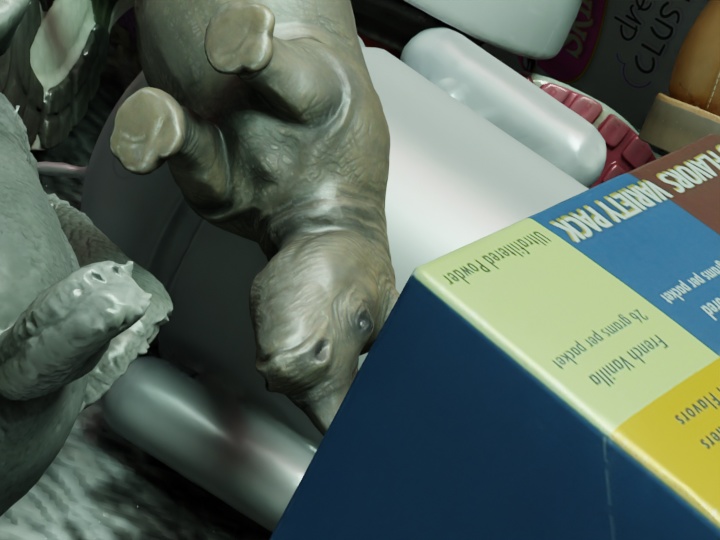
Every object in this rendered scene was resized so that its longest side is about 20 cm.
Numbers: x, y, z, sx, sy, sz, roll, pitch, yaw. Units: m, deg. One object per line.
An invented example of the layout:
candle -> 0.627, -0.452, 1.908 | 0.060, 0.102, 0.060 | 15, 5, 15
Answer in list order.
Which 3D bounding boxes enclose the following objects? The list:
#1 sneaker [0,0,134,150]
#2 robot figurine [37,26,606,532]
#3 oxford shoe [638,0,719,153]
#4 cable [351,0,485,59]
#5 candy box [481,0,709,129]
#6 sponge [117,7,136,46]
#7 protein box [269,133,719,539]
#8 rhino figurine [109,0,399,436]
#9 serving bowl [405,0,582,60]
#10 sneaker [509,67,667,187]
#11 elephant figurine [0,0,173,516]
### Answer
sneaker -> -0.117, -0.111, 0.891 | 0.088, 0.077, 0.200 | 3, 32, 17
robot figurine -> 0.000, 0.000, 0.781 | 0.199, 0.113, 0.170 | 36, 60, 13
oxford shoe -> 0.139, -0.063, 0.857 | 0.071, 0.072, 0.200 | 22, 7, 10
cable -> -0.026, -0.087, 0.877 | 0.097, 0.051, 0.200 | 36, 22, 20
candy box -> 0.131, -0.105, 0.994 | 0.199, 0.168, 0.071 | 33, 29, 12
sponge -> -0.068, -0.136, 1.020 | 0.111, 0.030, 0.200 | -1, 41, -39
protein box -> 0.079, 0.118, 0.576 | 0.200, 0.199, 0.135 | 39, 32, 19
rhino figurine -> -0.024, -0.039, 0.693 | 0.087, 0.060, 0.201 | 25, 43, -61
serving bowl -> 0.000, -0.152, 0.879 | 0.199, 0.066, 0.200 | 32, 15, -10
sneaker -> 0.087, -0.011, 0.922 | 0.199, 0.081, 0.075 | 21, 2, -11
elephant figurine -> -0.118, -0.015, 0.679 | 0.154, 0.142, 0.200 | 21, 34, 0
